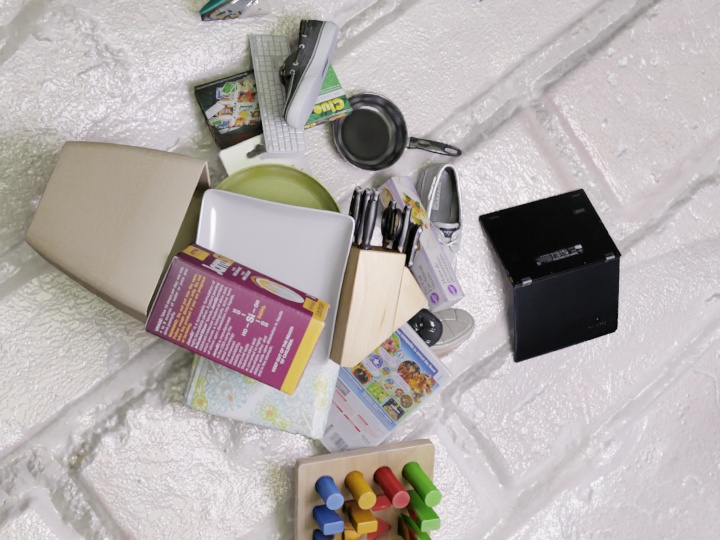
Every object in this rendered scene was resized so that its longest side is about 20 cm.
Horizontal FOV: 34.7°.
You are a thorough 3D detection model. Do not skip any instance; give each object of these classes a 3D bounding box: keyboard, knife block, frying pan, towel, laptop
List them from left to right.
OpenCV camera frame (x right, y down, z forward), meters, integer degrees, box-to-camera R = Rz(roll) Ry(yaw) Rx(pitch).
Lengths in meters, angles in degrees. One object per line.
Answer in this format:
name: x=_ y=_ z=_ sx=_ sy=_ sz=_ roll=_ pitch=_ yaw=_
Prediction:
towel: x=-0.128 y=0.123 z=1.554 sx=0.199 sy=0.048 sz=0.172 roll=13 pitch=79 yaw=3
keyboard: x=-0.114 y=-0.244 z=1.582 sx=0.056 sy=0.011 sz=0.201 roll=-5 pitch=62 yaw=-11
knife block: x=0.000 y=0.000 z=1.496 sx=0.200 sy=0.064 sz=0.176 roll=-40 pitch=114 yaw=-13
frying pan: x=0.047 y=-0.205 z=1.670 sx=0.189 sy=0.031 sz=0.116 roll=-12 pitch=89 yaw=-21
laptop: x=0.288 y=0.006 z=1.756 sx=0.186 sy=0.116 sz=0.201 roll=-15 pitch=63 yaw=-20

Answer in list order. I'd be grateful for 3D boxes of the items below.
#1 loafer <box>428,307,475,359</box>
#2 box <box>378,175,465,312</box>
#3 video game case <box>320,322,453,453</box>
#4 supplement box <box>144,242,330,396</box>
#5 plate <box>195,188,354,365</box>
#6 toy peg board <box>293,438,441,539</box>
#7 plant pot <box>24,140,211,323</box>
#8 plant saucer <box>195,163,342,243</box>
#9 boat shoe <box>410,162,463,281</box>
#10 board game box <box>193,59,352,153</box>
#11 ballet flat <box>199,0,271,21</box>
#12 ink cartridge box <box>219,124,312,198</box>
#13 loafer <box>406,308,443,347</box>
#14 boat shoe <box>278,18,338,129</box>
loafer: x=0.072 y=0.113 z=1.655 sx=0.199 sy=0.063 sz=0.072 roll=-21 pitch=52 yaw=-20
box: x=0.084 y=-0.040 z=1.632 sx=0.039 sy=0.041 sz=0.201 roll=-9 pitch=69 yaw=-44
video game case: x=0.007 y=0.157 z=1.582 sx=0.200 sy=0.018 sz=0.143 roll=-44 pitch=84 yaw=11
supplement box: x=-0.148 y=0.057 z=1.426 sx=0.199 sy=0.131 sz=0.104 roll=24 pitch=100 yaw=-3
plate: x=-0.120 y=0.007 z=1.498 sx=0.199 sy=0.032 sz=0.201 roll=11 pitch=100 yaw=0
toy peg board: x=0.018 y=0.350 z=1.560 sx=0.198 sy=0.098 sz=0.201 roll=-6 pitch=111 yaw=-20
plant pot: x=-0.308 y=-0.058 z=1.461 sx=0.176 sy=0.200 sz=0.201 roll=21 pitch=80 yaw=-3
plant saucer: x=-0.117 y=-0.041 z=1.529 sx=0.199 sy=0.031 sz=0.201 roll=0 pitch=96 yaw=-1
boat shoe: x=0.113 y=-0.057 z=1.668 sx=0.073 sy=0.065 sz=0.201 roll=-2 pitch=88 yaw=-20
board game box: x=-0.121 y=-0.236 z=1.605 sx=0.199 sy=0.023 sz=0.105 roll=-20 pitch=75 yaw=-18
ballet flat: x=-0.134 y=-0.395 z=1.602 sx=0.072 sy=0.072 sz=0.200 roll=47 pitch=76 yaw=-11
ink cartridge box: x=-0.115 y=-0.086 z=1.589 sx=0.116 sy=0.068 sz=0.201 roll=-24 pitch=96 yaw=-18
loafer: x=0.021 y=0.054 z=1.618 sx=0.200 sy=0.070 sz=0.068 roll=23 pitch=97 yaw=9
boat shoe: x=-0.080 y=-0.269 z=1.571 sx=0.056 sy=0.069 sz=0.201 roll=15 pitch=51 yaw=3
